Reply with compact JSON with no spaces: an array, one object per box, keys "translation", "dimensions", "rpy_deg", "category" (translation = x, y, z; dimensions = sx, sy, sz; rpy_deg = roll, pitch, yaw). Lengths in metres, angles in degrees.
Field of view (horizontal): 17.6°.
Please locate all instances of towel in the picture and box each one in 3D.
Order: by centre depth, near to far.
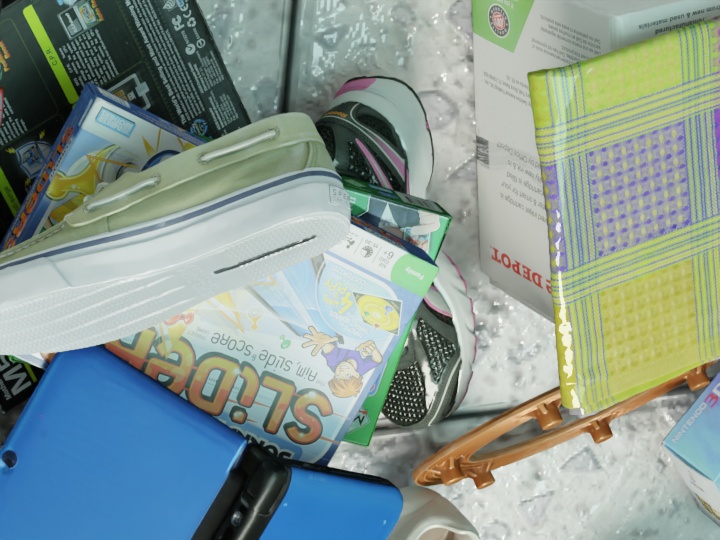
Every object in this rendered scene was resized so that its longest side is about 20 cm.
[{"translation":[0.156,-0.028,1.227],"dimensions":[0.143,0.023,0.200],"rpy_deg":[-19,115,-23],"category":"towel"}]

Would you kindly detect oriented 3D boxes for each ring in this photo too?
[{"translation":[0.124,0.087,1.354],"dimensions":[0.200,0.200,0.019],"rpy_deg":[-17,75,-24],"category":"ring"}]

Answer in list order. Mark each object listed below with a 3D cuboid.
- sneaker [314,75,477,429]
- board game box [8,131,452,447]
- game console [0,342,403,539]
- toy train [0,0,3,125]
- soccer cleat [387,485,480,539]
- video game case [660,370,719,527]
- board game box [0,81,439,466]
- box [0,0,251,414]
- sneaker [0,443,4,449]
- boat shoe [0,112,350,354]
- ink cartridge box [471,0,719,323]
[{"translation":[0.000,0.000,1.281],"dimensions":[0.086,0.080,0.200],"rpy_deg":[-38,118,-49],"category":"sneaker"},{"translation":[-0.068,0.005,1.202],"dimensions":[0.200,0.029,0.135],"rpy_deg":[16,104,-20],"category":"board game box"},{"translation":[-0.105,0.155,1.182],"dimensions":[0.171,0.118,0.200],"rpy_deg":[17,108,-52],"category":"game console"},{"translation":[-0.194,-0.080,1.121],"dimensions":[0.046,0.034,0.200],"rpy_deg":[-8,112,-37],"category":"toy train"},{"translation":[-0.005,0.215,1.359],"dimensions":[0.069,0.078,0.200],"rpy_deg":[39,80,-36],"category":"soccer cleat"},{"translation":[0.279,0.067,1.459],"dimensions":[0.200,0.045,0.181],"rpy_deg":[-50,155,-4],"category":"video game case"},{"translation":[-0.079,0.010,1.167],"dimensions":[0.200,0.034,0.135],"rpy_deg":[25,100,-21],"category":"board game box"},{"translation":[-0.153,-0.057,1.201],"dimensions":[0.193,0.048,0.200],"rpy_deg":[-33,124,-12],"category":"box"},{"translation":[-0.154,0.087,1.245],"dimensions":[0.200,0.075,0.090],"rpy_deg":[-21,119,-32],"category":"sneaker"},{"translation":[-0.102,-0.015,1.101],"dimensions":[0.200,0.062,0.072],"rpy_deg":[-18,154,5],"category":"boat shoe"},{"translation":[0.134,-0.073,1.302],"dimensions":[0.084,0.145,0.200],"rpy_deg":[-16,117,-25],"category":"ink cartridge box"}]
